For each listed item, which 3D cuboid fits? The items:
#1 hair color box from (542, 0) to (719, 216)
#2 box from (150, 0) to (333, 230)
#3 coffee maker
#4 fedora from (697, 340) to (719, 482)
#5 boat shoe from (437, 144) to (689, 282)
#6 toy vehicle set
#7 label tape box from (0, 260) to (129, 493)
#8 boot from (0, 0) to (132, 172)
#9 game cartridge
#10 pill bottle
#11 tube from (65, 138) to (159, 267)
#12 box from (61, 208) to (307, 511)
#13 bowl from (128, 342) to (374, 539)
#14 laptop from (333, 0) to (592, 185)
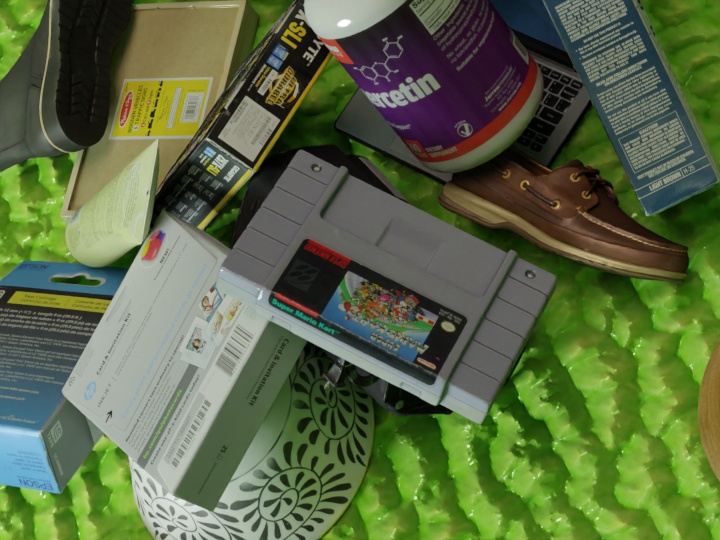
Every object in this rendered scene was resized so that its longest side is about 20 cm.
[{"bbox_3d":[0.186,-0.144,1.621,0.060,0.100,0.201,-25,93,11],"label":"hair color box"},{"bbox_3d":[-0.085,-0.115,1.727,0.049,0.200,0.160,33,65,-8],"label":"box"},{"bbox_3d":[0.000,0.000,1.635,0.200,0.192,0.135,37,99,36],"label":"coffee maker"},{"bbox_3d":[0.319,0.098,1.504,0.199,0.082,0.202,-14,54,20],"label":"fedora"},{"bbox_3d":[0.149,-0.046,1.649,0.199,0.072,0.068,24,98,29],"label":"boat shoe"},{"bbox_3d":[-0.163,-0.127,1.873,0.123,0.027,0.202,2,65,25],"label":"toy vehicle set"},{"bbox_3d":[-0.249,0.077,1.772,0.142,0.067,0.200,5,37,26],"label":"label tape box"},{"bbox_3d":[-0.267,-0.181,1.909,0.138,0.077,0.202,-17,53,42],"label":"boot"},{"bbox_3d":[0.018,0.009,1.514,0.199,0.039,0.130,26,47,7],"label":"game cartridge"},{"bbox_3d":[0.036,-0.172,1.628,0.112,0.200,0.113,-30,30,20],"label":"pill bottle"},{"bbox_3d":[-0.179,-0.041,1.726,0.052,0.200,0.058,-32,91,-20],"label":"tube"},{"bbox_3d":[-0.122,0.059,1.606,0.200,0.041,0.157,31,92,55],"label":"box"},{"bbox_3d":[-0.099,0.111,1.680,0.199,0.094,0.202,-11,60,20],"label":"bowl"},{"bbox_3d":[0.082,-0.179,1.736,0.186,0.116,0.201,27,78,33],"label":"laptop"}]
